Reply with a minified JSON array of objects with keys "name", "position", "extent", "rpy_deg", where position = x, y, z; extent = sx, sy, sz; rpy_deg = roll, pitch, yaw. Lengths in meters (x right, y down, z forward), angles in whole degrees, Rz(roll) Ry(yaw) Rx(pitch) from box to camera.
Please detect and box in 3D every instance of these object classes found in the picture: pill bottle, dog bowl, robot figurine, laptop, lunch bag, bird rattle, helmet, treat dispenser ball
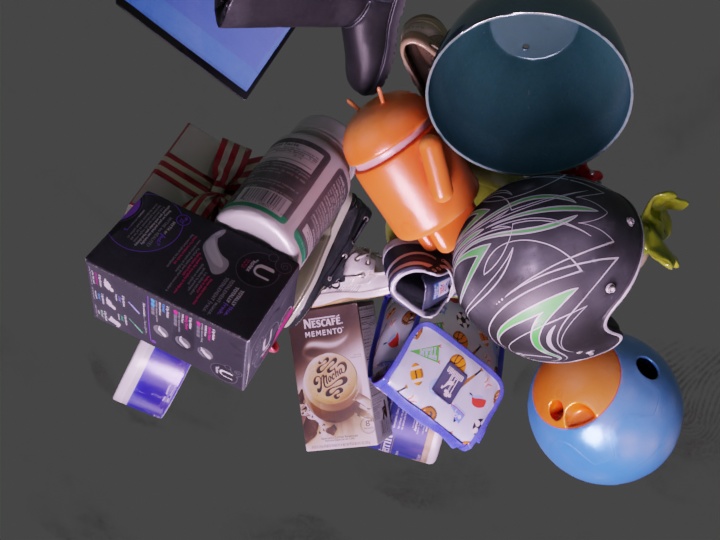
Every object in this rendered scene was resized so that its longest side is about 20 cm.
[{"name":"pill bottle","position":[-0.080,-0.090,1.002],"extent":[0.112,0.201,0.114],"rpy_deg":[19,140,16]},{"name":"dog bowl","position":[-0.290,0.115,1.257],"extent":[0.078,0.201,0.200],"rpy_deg":[26,133,-11]},{"name":"robot figurine","position":[0.058,-0.116,0.947],"extent":[0.116,0.144,0.201],"rpy_deg":[-29,108,23]},{"name":"laptop","position":[-0.131,-0.323,0.891],"extent":[0.177,0.104,0.200],"rpy_deg":[35,131,-15]},{"name":"lunch bag","position":[0.105,0.123,1.140],"extent":[0.170,0.201,0.124],"rpy_deg":[39,130,-16]},{"name":"bird rattle","position":[0.281,-0.048,1.007],"extent":[0.198,0.113,0.164],"rpy_deg":[18,145,5]},{"name":"helmet","position":[0.195,-0.007,0.883],"extent":[0.198,0.201,0.191],"rpy_deg":[-2,149,19]},{"name":"treat dispenser ball","position":[0.324,0.181,1.120],"extent":[0.199,0.202,0.202],"rpy_deg":[9,132,10]},{"name":"pill bottle","position":[0.033,0.219,1.304],"extent":[0.198,0.116,0.116],"rpy_deg":[15,133,6]}]

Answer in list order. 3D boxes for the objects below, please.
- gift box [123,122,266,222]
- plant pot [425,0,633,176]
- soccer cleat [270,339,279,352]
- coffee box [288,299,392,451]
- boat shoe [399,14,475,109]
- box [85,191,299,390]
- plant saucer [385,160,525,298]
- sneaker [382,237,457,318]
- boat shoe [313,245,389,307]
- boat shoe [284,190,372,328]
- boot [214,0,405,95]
[{"name":"gift box","position":[-0.192,-0.059,1.097],"extent":[0.199,0.185,0.187],"rpy_deg":[26,141,-10]},{"name":"plant pot","position":[0.174,-0.216,0.857],"extent":[0.198,0.136,0.201],"rpy_deg":[8,143,6]},{"name":"soccer cleat","position":[-0.102,0.019,1.165],"extent":[0.073,0.068,0.201],"rpy_deg":[34,104,11]},{"name":"coffee box","position":[-0.030,0.149,1.213],"extent":[0.112,0.080,0.202],"rpy_deg":[-9,88,19]},{"name":"boat shoe","position":[0.105,-0.192,0.957],"extent":[0.071,0.065,0.200],"rpy_deg":[-25,119,33]},{"name":"box","position":[-0.184,0.022,0.931],"extent":[0.199,0.123,0.106],"rpy_deg":[25,142,9]},{"name":"plant saucer","position":[0.130,-0.047,1.058],"extent":[0.198,0.031,0.202],"rpy_deg":[2,116,3]},{"name":"sneaker","position":[0.124,0.004,1.005],"extent":[0.198,0.109,0.071],"rpy_deg":[-1,116,4]},{"name":"boat shoe","position":[0.000,0.000,1.156],"extent":[0.198,0.071,0.070],"rpy_deg":[-13,101,22]},{"name":"boat shoe","position":[-0.044,-0.009,1.112],"extent":[0.066,0.201,0.074],"rpy_deg":[25,176,-32]},{"name":"boot","position":[-0.055,-0.259,0.875],"extent":[0.199,0.066,0.166],"rpy_deg":[-10,131,-32]}]
